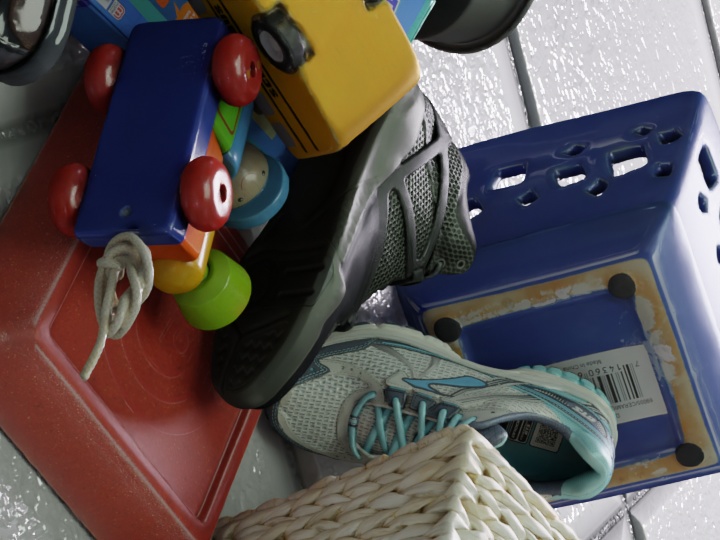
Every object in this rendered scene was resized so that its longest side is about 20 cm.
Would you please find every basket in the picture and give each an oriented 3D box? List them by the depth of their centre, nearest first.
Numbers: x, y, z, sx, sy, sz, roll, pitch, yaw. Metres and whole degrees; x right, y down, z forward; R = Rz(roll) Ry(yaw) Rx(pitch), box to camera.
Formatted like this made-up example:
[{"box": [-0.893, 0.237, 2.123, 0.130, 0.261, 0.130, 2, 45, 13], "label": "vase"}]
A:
[{"box": [0.022, 0.211, 0.992, 0.200, 0.197, 0.162, 45, 39, -28], "label": "basket"}]

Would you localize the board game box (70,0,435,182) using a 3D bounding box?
[{"box": [-0.062, -0.145, 1.055, 0.200, 0.045, 0.153, 44, 66, -35], "label": "board game box"}]

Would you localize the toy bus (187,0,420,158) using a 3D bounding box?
[{"box": [-0.051, -0.154, 0.965, 0.065, 0.078, 0.201, -40, 106, -22], "label": "toy bus"}]

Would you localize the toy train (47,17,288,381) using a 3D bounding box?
[{"box": [-0.088, -0.008, 0.945, 0.116, 0.084, 0.202, 59, 35, -51], "label": "toy train"}]

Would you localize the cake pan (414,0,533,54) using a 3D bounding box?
[{"box": [0.033, -0.223, 1.173, 0.036, 0.200, 0.202, -17, 97, -33], "label": "cake pan"}]

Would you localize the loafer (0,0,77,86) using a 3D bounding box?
[{"box": [-0.163, -0.190, 0.947, 0.063, 0.071, 0.202, 23, 65, -49], "label": "loafer"}]

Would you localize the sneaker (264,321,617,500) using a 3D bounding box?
[{"box": [0.046, 0.082, 1.093, 0.086, 0.198, 0.078, -95, -168, -71], "label": "sneaker"}]

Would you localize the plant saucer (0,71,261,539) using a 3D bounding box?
[{"box": [-0.104, 0.029, 1.008, 0.200, 0.036, 0.201, 56, 38, -34], "label": "plant saucer"}]

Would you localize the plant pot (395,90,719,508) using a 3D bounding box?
[{"box": [0.138, 0.030, 1.215, 0.180, 0.198, 0.201, -64, 136, -62], "label": "plant pot"}]

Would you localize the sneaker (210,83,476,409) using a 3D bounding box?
[{"box": [0.000, 0.000, 1.047, 0.114, 0.076, 0.201, 44, 60, -36], "label": "sneaker"}]
